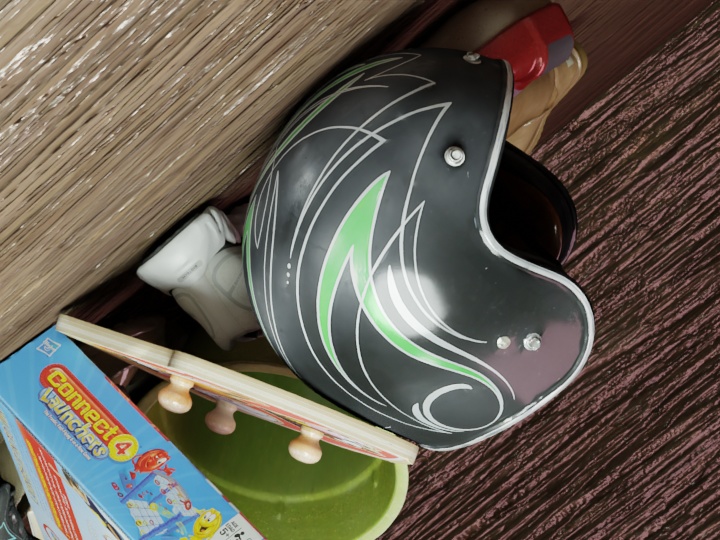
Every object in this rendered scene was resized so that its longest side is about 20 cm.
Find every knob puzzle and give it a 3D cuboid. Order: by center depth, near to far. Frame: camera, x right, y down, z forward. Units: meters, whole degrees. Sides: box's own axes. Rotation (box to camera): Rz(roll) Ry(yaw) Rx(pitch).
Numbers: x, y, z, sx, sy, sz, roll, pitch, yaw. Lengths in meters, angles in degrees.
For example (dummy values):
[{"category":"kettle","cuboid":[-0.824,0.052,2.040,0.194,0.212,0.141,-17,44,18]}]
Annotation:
[{"category":"knob puzzle","cuboid":[-0.056,0.086,0.971,0.220,0.218,0.031,122,-11,-81]}]

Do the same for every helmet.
[{"category":"helmet","cuboid":[0.029,-0.019,0.918,0.199,0.191,0.201,-37,-160,16]}]

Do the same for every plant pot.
[{"category":"plant pot","cuboid":[-0.057,0.074,1.213,0.200,0.199,0.191,-41,-154,34]}]

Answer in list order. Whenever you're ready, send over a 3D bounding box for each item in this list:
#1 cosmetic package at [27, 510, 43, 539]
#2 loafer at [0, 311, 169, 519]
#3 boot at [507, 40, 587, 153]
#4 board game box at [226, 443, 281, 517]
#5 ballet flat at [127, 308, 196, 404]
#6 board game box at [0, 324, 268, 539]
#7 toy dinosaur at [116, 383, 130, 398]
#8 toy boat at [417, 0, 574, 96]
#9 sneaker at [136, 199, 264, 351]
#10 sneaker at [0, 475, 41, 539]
[{"category":"cosmetic package","cuboid":[-0.208,0.205,1.542,0.198,0.072,0.105,-15,-163,-11]},{"category":"loafer","cuboid":[-0.197,0.103,1.142,0.200,0.068,0.076,-40,177,19]},{"category":"boot","cuboid":[0.110,-0.129,1.511,0.200,0.066,0.176,-36,164,-52]},{"category":"board game box","cuboid":[-0.127,0.125,1.307,0.198,0.201,0.062,-20,146,-25]},{"category":"ballet flat","cuboid":[-0.190,0.090,1.241,0.200,0.070,0.066,-40,152,-33]},{"category":"board game box","cuboid":[-0.128,0.161,0.994,0.056,0.196,0.201,-37,151,-22]},{"category":"toy dinosaur","cuboid":[-0.116,0.166,1.112,0.047,0.201,0.088,-38,-177,-6]},{"category":"toy boat","cuboid":[0.071,-0.079,1.081,0.200,0.131,0.130,-41,176,35]},{"category":"sneaker","cuboid":[-0.077,0.005,1.056,0.075,0.081,0.200,-41,178,13]},{"category":"sneaker","cuboid":[-0.242,0.165,1.068,0.080,0.075,0.200,-54,152,-2]}]
